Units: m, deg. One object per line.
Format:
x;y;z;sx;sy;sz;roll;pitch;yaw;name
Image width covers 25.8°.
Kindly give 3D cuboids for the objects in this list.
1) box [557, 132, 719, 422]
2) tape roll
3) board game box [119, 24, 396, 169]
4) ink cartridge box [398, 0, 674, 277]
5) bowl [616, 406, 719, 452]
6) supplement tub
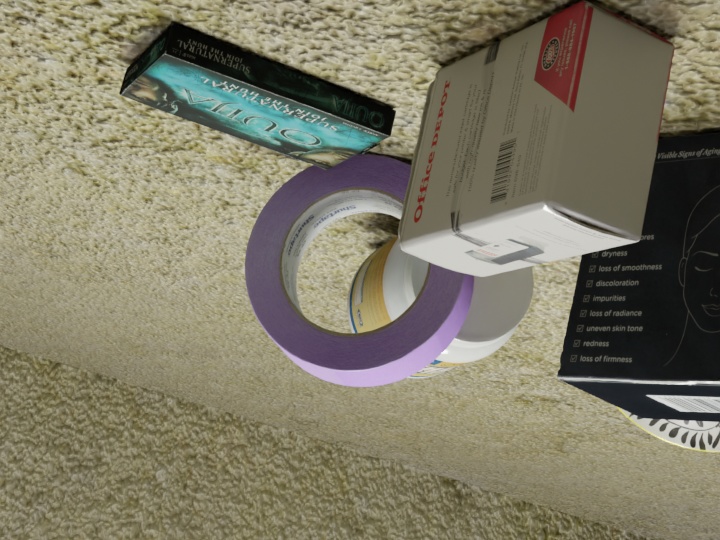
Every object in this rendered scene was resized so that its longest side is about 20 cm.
0.275;0.007;1.187;0.200;0.197;0.124;-2;161;46;box
0.000;0.000;1.410;0.199;0.201;0.066;10;166;13;tape roll
-0.088;-0.139;1.307;0.199;0.028;0.135;19;164;-20;board game box
0.117;-0.083;1.092;0.085;0.146;0.200;19;165;-25;ink cartridge box
0.323;0.059;1.454;0.200;0.201;0.094;12;137;6;bowl
0.077;0.025;1.546;0.144;0.145;0.200;17;166;-12;supplement tub
